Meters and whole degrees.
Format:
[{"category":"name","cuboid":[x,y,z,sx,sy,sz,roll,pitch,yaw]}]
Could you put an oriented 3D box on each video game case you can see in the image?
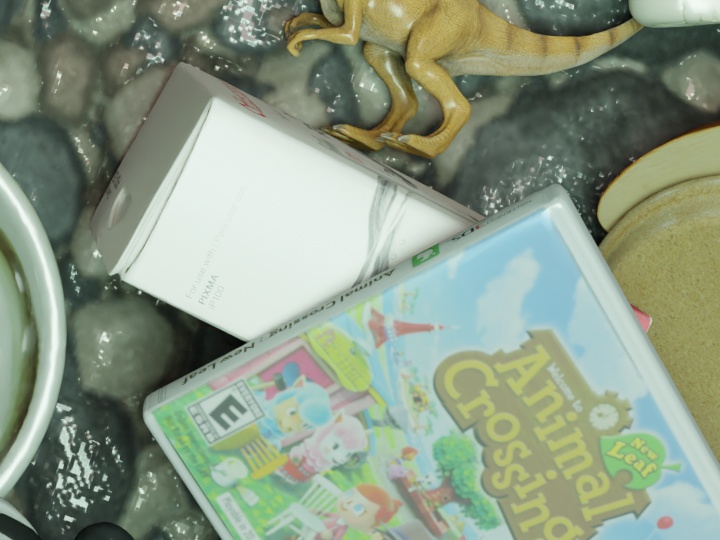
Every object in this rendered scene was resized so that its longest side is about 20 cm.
[{"category":"video game case","cuboid":[0.043,0.090,1.109,0.181,0.022,0.201,-27,112,10]}]

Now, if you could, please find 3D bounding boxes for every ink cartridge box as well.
[{"category":"ink cartridge box","cuboid":[0.000,0.000,1.167,0.199,0.147,0.083,27,95,-13]}]

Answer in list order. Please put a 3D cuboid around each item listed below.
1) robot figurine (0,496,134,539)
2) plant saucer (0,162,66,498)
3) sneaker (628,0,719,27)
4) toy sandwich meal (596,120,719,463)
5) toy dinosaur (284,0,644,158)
[{"category":"robot figurine","cuboid":[-0.151,0.159,1.060,0.150,0.200,0.125,11,115,-35]},{"category":"plant saucer","cuboid":[-0.221,0.026,1.164,0.199,0.050,0.201,1,88,-14]},{"category":"sneaker","cuboid":[0.201,-0.171,1.264,0.199,0.077,0.112,-12,97,-19]},{"category":"toy sandwich meal","cuboid":[0.179,0.030,1.224,0.206,0.205,0.070,56,40,-7]},{"category":"toy dinosaur","cuboid":[0.035,-0.099,1.230,0.199,0.060,0.107,19,82,-14]}]
